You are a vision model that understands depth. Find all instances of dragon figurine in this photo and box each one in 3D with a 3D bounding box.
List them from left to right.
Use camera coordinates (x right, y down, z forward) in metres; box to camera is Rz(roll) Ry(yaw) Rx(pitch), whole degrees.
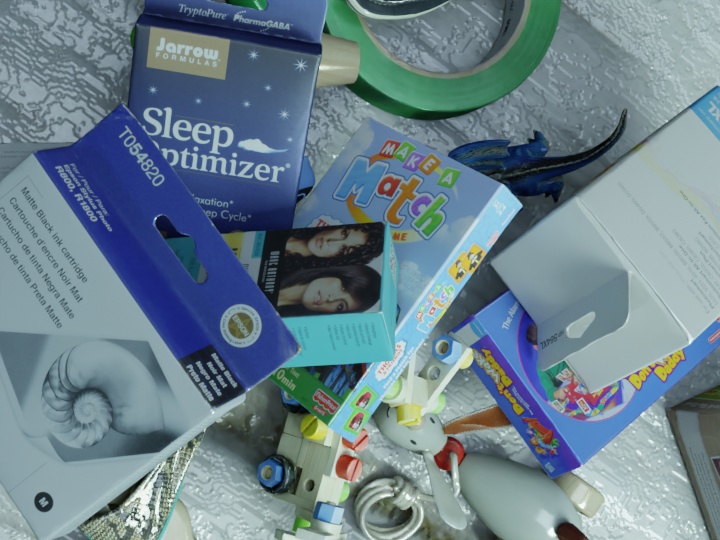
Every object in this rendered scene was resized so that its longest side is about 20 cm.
[{"bbox_3d":[0.102,-0.070,0.935,0.099,0.200,0.059,-17,96,-53],"label":"dragon figurine"}]

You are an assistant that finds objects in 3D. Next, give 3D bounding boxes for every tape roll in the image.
[{"bbox_3d":[0.057,-0.221,0.974,0.200,0.048,0.201,1,87,-15],"label":"tape roll"}]

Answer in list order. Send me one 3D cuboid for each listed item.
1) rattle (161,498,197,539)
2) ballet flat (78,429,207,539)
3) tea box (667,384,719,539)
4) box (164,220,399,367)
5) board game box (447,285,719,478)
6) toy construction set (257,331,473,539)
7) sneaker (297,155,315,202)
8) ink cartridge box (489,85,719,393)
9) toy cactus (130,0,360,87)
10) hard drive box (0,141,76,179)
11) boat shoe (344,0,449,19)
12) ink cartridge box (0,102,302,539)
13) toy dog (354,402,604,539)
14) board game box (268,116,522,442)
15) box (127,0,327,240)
[{"bbox_3d":[-0.155,0.214,0.861,0.130,0.143,0.200,0,94,4],"label":"rattle"},{"bbox_3d":[-0.134,0.096,0.848,0.075,0.068,0.200,38,73,-43],"label":"ballet flat"},{"bbox_3d":[0.390,0.172,1.004,0.196,0.134,0.200,-20,93,-15],"label":"tea box"},{"bbox_3d":[-0.077,0.019,0.813,0.200,0.049,0.082,-4,47,10],"label":"box"},{"bbox_3d":[0.182,0.047,0.958,0.200,0.045,0.135,-33,85,-31],"label":"board game box"},{"bbox_3d":[-0.007,0.126,0.899,0.092,0.131,0.200,45,63,-47],"label":"toy construction set"},{"bbox_3d":[-0.113,-0.012,0.915,0.200,0.070,0.078,-29,98,-7],"label":"sneaker"},{"bbox_3d":[0.204,-0.016,0.892,0.200,0.129,0.125,-35,85,-32],"label":"ink cartridge box"},{"bbox_3d":[-0.085,-0.152,0.901,0.165,0.102,0.200,2,80,-16],"label":"toy cactus"},{"bbox_3d":[-0.254,0.017,0.842,0.156,0.077,0.200,1,87,9],"label":"hard drive box"},{"bbox_3d":[0.078,-0.242,0.924,0.200,0.062,0.075,-20,95,-13],"label":"boat shoe"},{"bbox_3d":[-0.171,0.031,0.763,0.200,0.041,0.200,-38,83,10],"label":"ink cartridge box"},{"bbox_3d":[0.103,0.167,0.948,0.200,0.096,0.132,17,83,-14],"label":"toy dog"},{"bbox_3d":[0.000,0.000,0.883,0.200,0.151,0.037,-54,136,-4],"label":"board game box"},{"bbox_3d":[-0.095,-0.094,0.824,0.121,0.032,0.200,9,115,-5],"label":"box"}]
